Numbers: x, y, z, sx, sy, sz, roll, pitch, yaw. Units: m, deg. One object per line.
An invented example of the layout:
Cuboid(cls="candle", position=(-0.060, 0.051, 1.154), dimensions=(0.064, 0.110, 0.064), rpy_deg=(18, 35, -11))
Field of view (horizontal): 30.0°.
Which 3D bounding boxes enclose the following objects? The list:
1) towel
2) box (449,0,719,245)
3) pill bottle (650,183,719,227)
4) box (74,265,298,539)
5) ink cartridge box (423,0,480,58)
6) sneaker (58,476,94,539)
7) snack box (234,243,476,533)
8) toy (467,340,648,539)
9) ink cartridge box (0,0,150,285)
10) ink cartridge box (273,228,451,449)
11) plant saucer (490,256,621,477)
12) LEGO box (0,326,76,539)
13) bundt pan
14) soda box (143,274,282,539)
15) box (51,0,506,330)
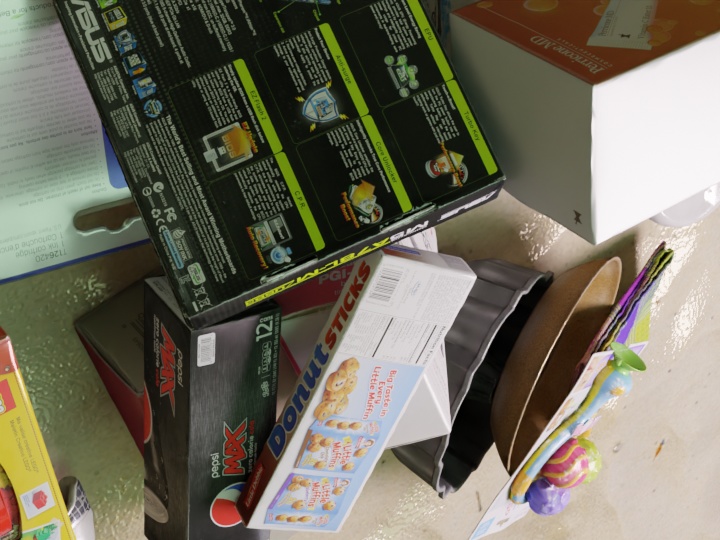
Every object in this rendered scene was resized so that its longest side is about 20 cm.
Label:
Cuboid(cls="towel", position=(0.230, 0.080, 1.227), dimensions=(0.200, 0.023, 0.145), rpy_deg=(-47, 154, -38))
Cuboid(cls="box", position=(0.166, -0.115, 0.765), dimensions=(0.199, 0.124, 0.098), rpy_deg=(-25, 129, -24))
Cuboid(cls="pill bottle", position=(0.185, -0.121, 1.006), dimensions=(0.112, 0.200, 0.114), rpy_deg=(-19, 126, -29))
Cuboid(cls="box", position=(-0.098, 0.098, 0.969), dimensions=(0.127, 0.109, 0.201), rpy_deg=(-34, 132, -18))
Cuboid(cls="ink cartridge box", position=(0.110, -0.210, 0.892), dimensions=(0.146, 0.200, 0.146), rpy_deg=(-3, 117, -38))
Cuboid(cls="sneaker", position=(-0.276, 0.204, 0.924), dimensions=(0.199, 0.076, 0.081), rpy_deg=(-16, 113, -37))
Cuboid(cls="snack box", position=(-0.005, 0.075, 0.811), dimensions=(0.071, 0.024, 0.201), rpy_deg=(10, 117, -35))
Cuboid(cls="toy", position=(0.175, 0.151, 1.110), dimensions=(0.115, 0.047, 0.201), rpy_deg=(-6, 128, -56))
Cuboid(cls="ink cartridge box", position=(-0.166, -0.108, 0.821), dimensions=(0.196, 0.047, 0.202), rpy_deg=(-17, 124, -25))
Cuboid(cls="ink cartridge box", position=(0.000, 0.000, 0.920), dimensions=(0.082, 0.201, 0.147), rpy_deg=(-14, 134, 13))
Cuboid(cls="plant saucer", position=(0.156, 0.073, 1.115), dimensions=(0.201, 0.035, 0.201), rpy_deg=(-52, 158, -31))
Cuboid(cls="LEGO box", position=(-0.249, 0.100, 0.819), dimensions=(0.077, 0.149, 0.202), rpy_deg=(-26, 129, -24))
Cuboid(cls="bundt pan", position=(0.081, 0.077, 1.092), dimensions=(0.202, 0.075, 0.203), rpy_deg=(-52, 158, -31))
Cuboid(cls="soda box", position=(-0.095, 0.099, 0.845), dimensions=(0.063, 0.071, 0.202), rpy_deg=(-14, 124, -31))
Cuboid(cls="box", position=(-0.046, -0.096, 0.747), dimensions=(0.191, 0.202, 0.048), rpy_deg=(-24, 170, -9))
